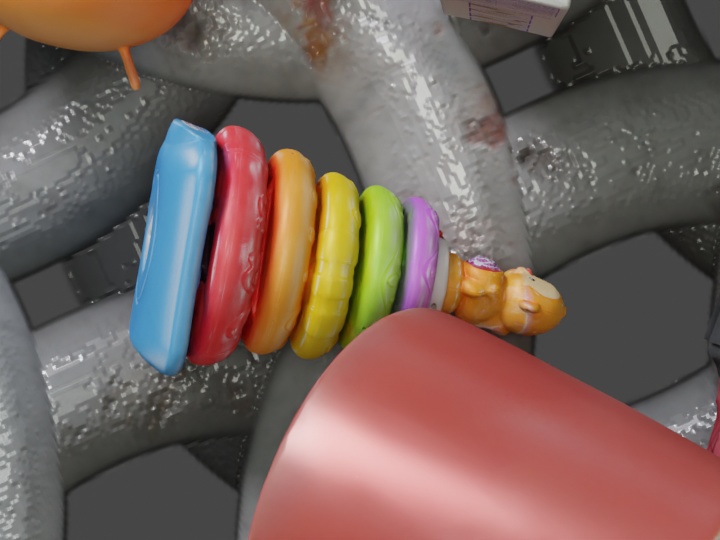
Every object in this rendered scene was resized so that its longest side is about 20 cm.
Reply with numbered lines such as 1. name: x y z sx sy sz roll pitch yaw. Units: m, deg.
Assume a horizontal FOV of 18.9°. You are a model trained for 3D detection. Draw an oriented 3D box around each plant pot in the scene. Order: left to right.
1. plant pot: 0.076 0.133 0.909 0.176 0.200 0.202 16 94 30

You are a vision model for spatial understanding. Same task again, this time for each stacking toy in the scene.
1. stacking toy: 0.000 0.000 0.991 0.199 0.116 0.111 9 96 -9

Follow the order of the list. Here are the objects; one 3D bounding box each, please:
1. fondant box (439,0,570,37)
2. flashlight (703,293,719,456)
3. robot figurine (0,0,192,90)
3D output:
1. fondant box: 0.072 -0.180 0.919 0.058 0.200 0.145 11 93 4
2. flashlight: 0.162 0.099 0.997 0.068 0.068 0.201 16 95 5
3. robot figurine: -0.121 -0.187 0.972 0.143 0.116 0.201 8 94 -33
